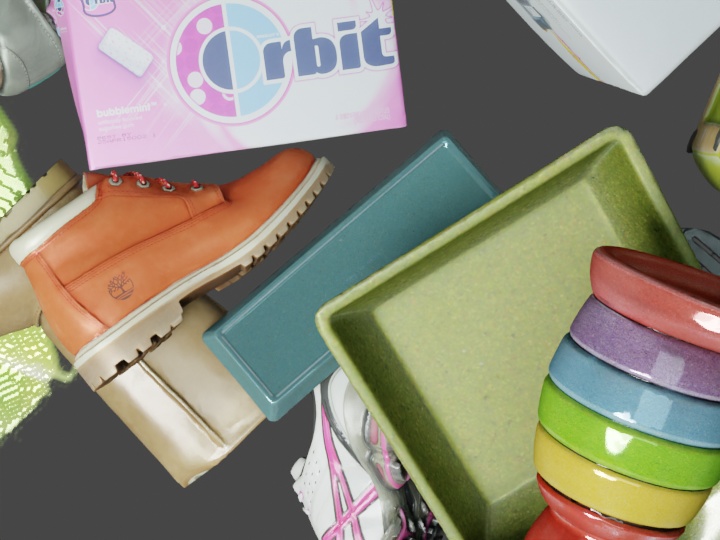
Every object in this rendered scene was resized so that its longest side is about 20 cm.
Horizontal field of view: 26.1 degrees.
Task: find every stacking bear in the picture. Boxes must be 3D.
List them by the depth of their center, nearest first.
[{"bbox_3d":[0.142,0.099,0.816,0.113,0.121,0.202,22,102,21],"label":"stacking bear"}]

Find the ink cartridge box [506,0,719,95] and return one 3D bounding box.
[{"bbox_3d":[0.140,-0.201,0.848,0.145,0.200,0.145,-44,99,6],"label":"ink cartridge box"}]

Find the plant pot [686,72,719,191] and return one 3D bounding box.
[{"bbox_3d":[0.299,-0.097,0.872,0.180,0.199,0.201,22,98,3],"label":"plant pot"}]

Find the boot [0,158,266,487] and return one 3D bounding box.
[{"bbox_3d":[-0.168,0.058,0.950,0.175,0.066,0.200,-44,98,3],"label":"boot"}]

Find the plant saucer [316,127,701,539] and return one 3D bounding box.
[{"bbox_3d":[0.103,0.047,0.887,0.199,0.048,0.200,-31,108,2],"label":"plant saucer"}]

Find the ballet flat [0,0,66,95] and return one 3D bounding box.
[{"bbox_3d":[-0.232,-0.203,0.920,0.063,0.067,0.201,-28,100,-24],"label":"ballet flat"}]

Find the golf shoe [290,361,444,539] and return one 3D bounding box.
[{"bbox_3d":[0.002,0.148,0.973,0.091,0.072,0.202,9,106,31],"label":"golf shoe"}]

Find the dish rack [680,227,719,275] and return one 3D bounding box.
[{"bbox_3d":[0.198,0.082,0.964,0.153,0.055,0.200,39,96,-7],"label":"dish rack"}]

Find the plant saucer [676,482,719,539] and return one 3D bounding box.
[{"bbox_3d":[0.240,0.166,0.915,0.199,0.048,0.200,23,113,-34],"label":"plant saucer"}]

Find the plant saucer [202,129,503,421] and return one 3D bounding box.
[{"bbox_3d":[0.000,0.000,0.937,0.200,0.019,0.070,-41,82,-7],"label":"plant saucer"}]

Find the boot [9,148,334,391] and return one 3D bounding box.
[{"bbox_3d":[-0.107,-0.031,0.911,0.200,0.075,0.107,-37,88,-25],"label":"boot"}]

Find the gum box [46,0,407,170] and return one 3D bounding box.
[{"bbox_3d":[-0.079,-0.130,0.915,0.198,0.066,0.115,-8,100,-4],"label":"gum box"}]
